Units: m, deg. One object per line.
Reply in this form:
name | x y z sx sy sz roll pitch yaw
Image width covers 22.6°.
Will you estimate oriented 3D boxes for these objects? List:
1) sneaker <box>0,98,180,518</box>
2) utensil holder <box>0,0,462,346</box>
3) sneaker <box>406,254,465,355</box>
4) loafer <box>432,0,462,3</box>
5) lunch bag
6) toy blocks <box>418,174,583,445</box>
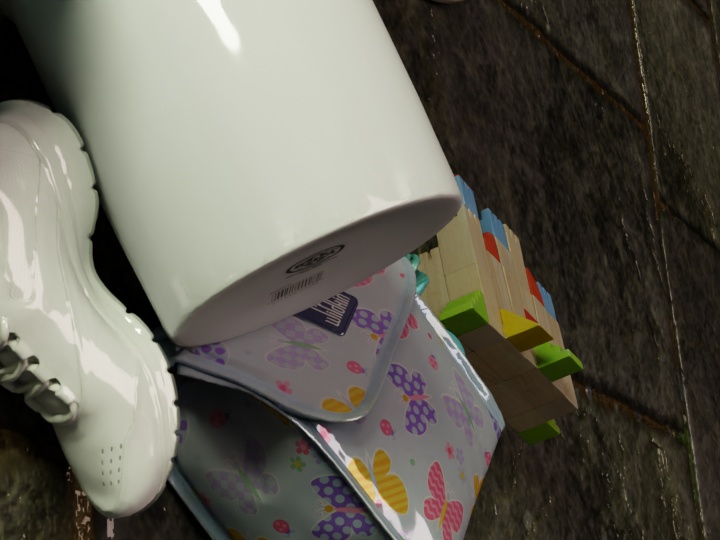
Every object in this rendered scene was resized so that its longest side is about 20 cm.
sneaker | -0.150 0.025 0.828 0.087 0.074 0.201 -28 97 -52
utensil holder | -0.062 -0.087 0.873 0.170 0.170 0.201 -4 65 -64
sneaker | 0.000 0.000 1.115 0.200 0.079 0.078 56 33 -35
loafer | 0.057 -0.264 1.370 0.200 0.068 0.076 27 54 -58
lunch bag | -0.022 0.073 0.988 0.200 0.127 0.170 54 31 -16
toy blocks | 0.092 0.021 1.296 0.200 0.100 0.137 42 31 -49
